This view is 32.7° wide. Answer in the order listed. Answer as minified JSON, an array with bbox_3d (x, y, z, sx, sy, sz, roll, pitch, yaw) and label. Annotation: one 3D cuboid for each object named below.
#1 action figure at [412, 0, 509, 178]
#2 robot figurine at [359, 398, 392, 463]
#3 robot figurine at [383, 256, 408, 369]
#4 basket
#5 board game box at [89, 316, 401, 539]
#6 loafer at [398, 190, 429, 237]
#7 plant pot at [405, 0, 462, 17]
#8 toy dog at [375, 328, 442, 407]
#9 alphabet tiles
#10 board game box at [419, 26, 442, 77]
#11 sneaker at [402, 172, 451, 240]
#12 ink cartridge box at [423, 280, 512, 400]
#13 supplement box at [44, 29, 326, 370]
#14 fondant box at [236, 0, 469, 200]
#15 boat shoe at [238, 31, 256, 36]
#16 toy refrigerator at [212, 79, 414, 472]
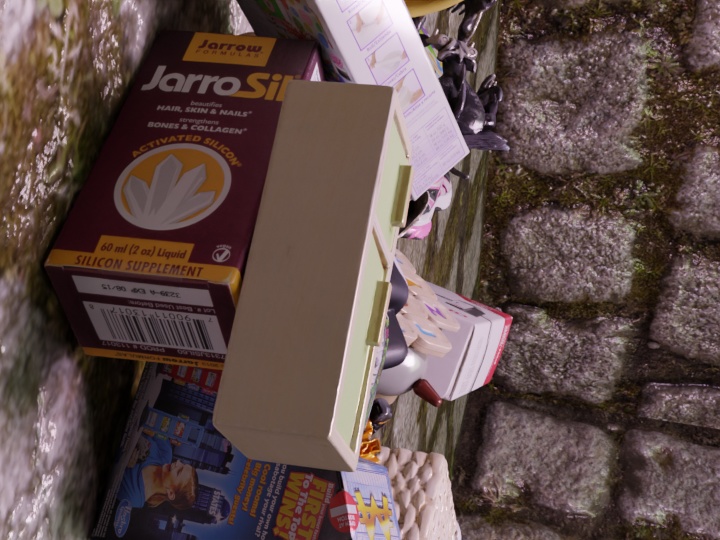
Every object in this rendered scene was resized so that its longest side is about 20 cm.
[{"bbox_3d":[0.066,-0.153,1.025,0.102,0.119,0.200,132,-30,-59],"label":"action figure"},{"bbox_3d":[-0.054,0.147,0.894,0.200,0.145,0.058,-44,-116,55],"label":"robot figurine"},{"bbox_3d":[-0.044,-0.010,0.865,0.200,0.150,0.125,66,6,14],"label":"robot figurine"},{"bbox_3d":[-0.013,0.281,1.198,0.161,0.198,0.200,85,17,-45],"label":"basket"},{"bbox_3d":[-0.050,0.103,0.754,0.062,0.200,0.200,23,83,-56],"label":"board game box"},{"bbox_3d":[0.013,-0.052,0.994,0.076,0.068,0.200,-40,171,-15],"label":"loafer"},{"bbox_3d":[0.017,-0.331,0.956,0.201,0.200,0.189,79,5,-61],"label":"plant pot"},{"bbox_3d":[-0.001,0.089,1.081,0.200,0.096,0.132,-15,135,-32],"label":"toy dog"},{"bbox_3d":[0.000,0.000,1.085,0.195,0.200,0.015,19,117,-48],"label":"alphabet tiles"},{"bbox_3d":[0.022,-0.183,1.184,0.103,0.105,0.200,59,13,-1],"label":"board game box"},{"bbox_3d":[0.059,-0.102,1.226,0.200,0.080,0.086,-79,180,-66],"label":"sneaker"},{"bbox_3d":[0.062,0.062,1.265,0.083,0.147,0.200,-70,165,6],"label":"ink cartridge box"},{"bbox_3d":[-0.093,-0.047,0.735,0.086,0.110,0.200,81,19,-49],"label":"supplement box"},{"bbox_3d":[-0.018,-0.156,0.823,0.058,0.144,0.200,-42,136,-10],"label":"fondant box"},{"bbox_3d":[-0.063,-0.142,0.980,0.065,0.072,0.200,57,10,24],"label":"boat shoe"},{"bbox_3d":[-0.019,0.002,0.673,0.076,0.070,0.200,66,31,-65],"label":"toy refrigerator"}]
